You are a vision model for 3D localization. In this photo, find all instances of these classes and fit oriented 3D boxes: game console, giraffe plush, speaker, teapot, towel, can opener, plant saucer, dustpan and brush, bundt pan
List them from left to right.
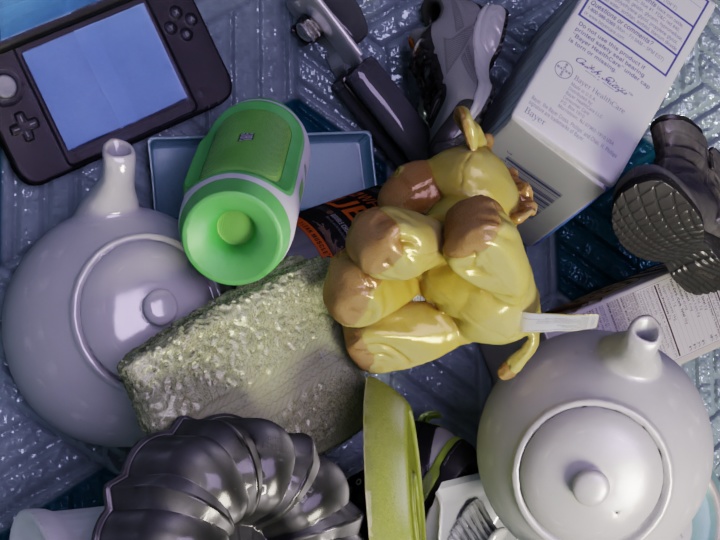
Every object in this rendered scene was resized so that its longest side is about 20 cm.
[{"bbox_3d":[-0.198,-0.185,1.341,0.199,0.119,0.173,-27,93,-25],"label":"game console"},{"bbox_3d":[-0.168,0.042,1.304,0.200,0.146,0.198,36,70,-16],"label":"teapot"},{"bbox_3d":[-0.085,-0.064,1.312,0.088,0.200,0.089,1,115,3],"label":"speaker"},{"bbox_3d":[-0.075,0.190,1.161,0.201,0.076,0.203,10,73,-34],"label":"bundt pan"},{"bbox_3d":[-0.076,0.084,1.258,0.200,0.036,0.149,-28,105,-36],"label":"towel"},{"bbox_3d":[-0.080,-0.077,1.434,0.199,0.019,0.070,-4,83,-26],"label":"plant saucer"},{"bbox_3d":[0.009,-0.165,1.468,0.066,0.053,0.200,-39,99,-25],"label":"can opener"},{"bbox_3d":[0.028,0.176,1.278,0.031,0.200,0.201,-6,84,5],"label":"plant saucer"},{"bbox_3d":[0.071,-0.030,1.294,0.199,0.173,0.163,9,49,-16],"label":"giraffe plush"},{"bbox_3d":[0.083,0.267,1.423,0.139,0.057,0.201,-2,117,-55],"label":"dustpan and brush"},{"bbox_3d":[0.176,0.150,1.325,0.197,0.146,0.201,-26,97,13],"label":"teapot"}]

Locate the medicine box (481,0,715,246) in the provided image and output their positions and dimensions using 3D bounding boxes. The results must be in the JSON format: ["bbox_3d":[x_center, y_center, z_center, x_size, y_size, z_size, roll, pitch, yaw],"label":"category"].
[{"bbox_3d":[0.182,-0.147,1.465,0.103,0.182,0.200,34,70,-4],"label":"medicine box"}]

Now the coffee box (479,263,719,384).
[{"bbox_3d":[0.220,0.056,1.497,0.199,0.113,0.080,-21,90,-26],"label":"coffee box"}]

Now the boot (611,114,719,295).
[{"bbox_3d":[0.251,-0.072,1.417,0.200,0.069,0.132,41,41,-54],"label":"boot"}]

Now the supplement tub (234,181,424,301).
[{"bbox_3d":[0.000,0.000,1.400,0.199,0.122,0.123,-20,91,-26],"label":"supplement tub"}]

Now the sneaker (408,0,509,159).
[{"bbox_3d":[0.072,-0.160,1.466,0.079,0.074,0.201,19,44,-8],"label":"sneaker"}]

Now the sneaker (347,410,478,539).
[{"bbox_3d":[0.017,0.206,1.419,0.083,0.072,0.200,32,75,24],"label":"sneaker"}]

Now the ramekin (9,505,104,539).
[{"bbox_3d":[-0.178,0.262,1.234,0.097,0.200,0.202,-7,85,-24],"label":"ramekin"}]

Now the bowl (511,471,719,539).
[{"bbox_3d":[0.234,0.212,1.484,0.200,0.105,0.202,4,79,-24],"label":"bowl"}]

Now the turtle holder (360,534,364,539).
[{"bbox_3d":[-0.052,0.242,1.285,0.141,0.186,0.132,-38,73,-7],"label":"turtle holder"}]
